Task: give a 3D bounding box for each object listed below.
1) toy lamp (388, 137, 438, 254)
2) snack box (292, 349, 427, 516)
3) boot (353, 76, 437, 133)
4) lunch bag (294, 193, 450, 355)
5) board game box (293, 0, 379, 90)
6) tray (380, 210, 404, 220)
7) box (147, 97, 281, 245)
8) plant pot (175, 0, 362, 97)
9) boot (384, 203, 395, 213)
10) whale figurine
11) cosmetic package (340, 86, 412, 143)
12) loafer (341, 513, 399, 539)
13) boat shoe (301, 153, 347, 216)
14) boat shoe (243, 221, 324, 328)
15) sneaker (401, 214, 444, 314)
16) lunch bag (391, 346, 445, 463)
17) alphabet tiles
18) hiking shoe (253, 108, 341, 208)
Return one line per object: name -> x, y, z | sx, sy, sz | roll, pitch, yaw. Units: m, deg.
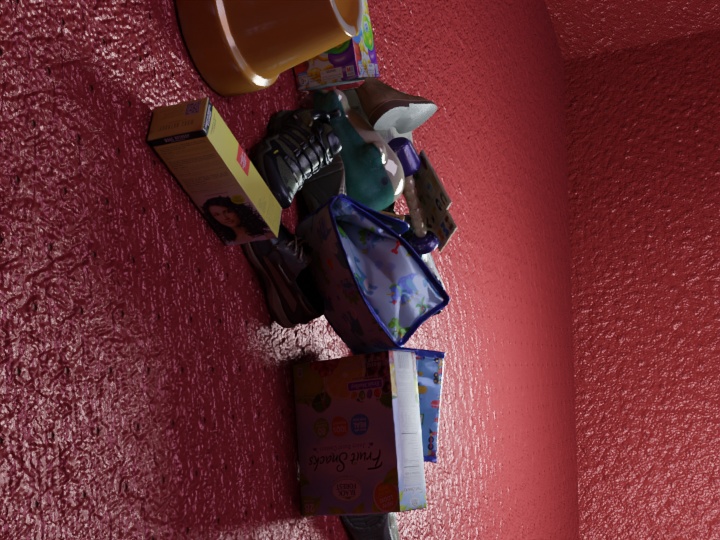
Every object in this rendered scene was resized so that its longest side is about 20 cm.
toy lamp -> 0.082, -0.123, 1.782 | 0.059, 0.057, 0.202 | -73, 154, -50
snack box -> -0.003, 0.214, 1.429 | 0.067, 0.167, 0.204 | 6, 75, -51
boot -> 0.056, -0.257, 1.669 | 0.076, 0.074, 0.199 | 53, 23, 14
lunch bag -> 0.000, 0.000, 1.444 | 0.127, 0.170, 0.201 | -41, 96, -23
board game box -> -0.048, -0.380, 1.632 | 0.105, 0.101, 0.203 | -29, 110, -69
tray -> 0.000, -0.019, 1.633 | 0.201, 0.097, 0.037 | -73, 174, -48
box -> -0.163, -0.109, 1.260 | 0.201, 0.074, 0.051 | 57, 31, -47
plant pot -> -0.102, -0.332, 1.351 | 0.200, 0.180, 0.204 | -8, 90, -70
boot -> 0.025, -0.075, 1.796 | 0.200, 0.067, 0.133 | 13, 65, -77
whale figurine -> -0.020, -0.173, 1.639 | 0.103, 0.159, 0.201 | -39, 114, -16
cosmetic package -> 0.022, -0.246, 1.817 | 0.200, 0.072, 0.105 | -14, 96, -70
loafer -> 0.014, 0.354, 1.594 | 0.070, 0.074, 0.203 | -82, 162, -65
boat shoe -> -0.051, -0.099, 1.584 | 0.066, 0.071, 0.204 | 111, -34, -70
boat shoe -> -0.095, -0.019, 1.410 | 0.075, 0.072, 0.202 | -70, 146, -52
sneaker -> 0.109, -0.011, 1.969 | 0.087, 0.076, 0.202 | -73, 148, -56
lunch bag -> 0.026, 0.182, 1.551 | 0.093, 0.199, 0.153 | 6, 88, -29
alphabet tiles -> 0.109, -0.123, 1.841 | 0.168, 0.006, 0.200 | 63, -13, 11
hiking shoe -> -0.079, -0.160, 1.459 | 0.202, 0.099, 0.076 | -82, 152, -47
